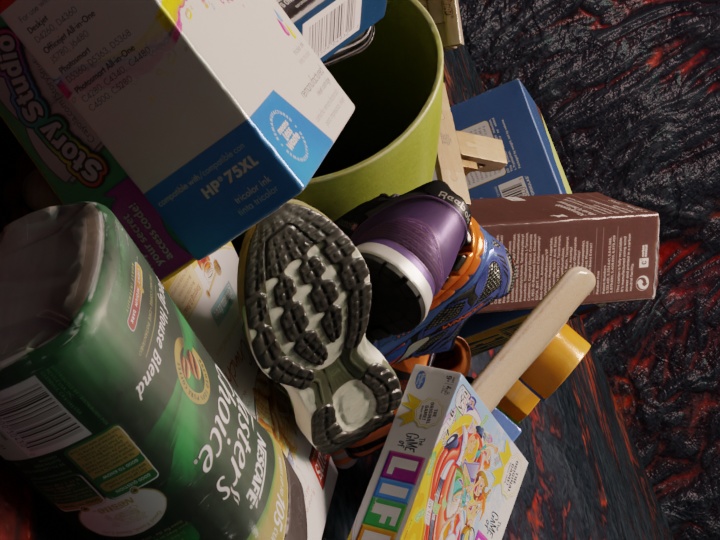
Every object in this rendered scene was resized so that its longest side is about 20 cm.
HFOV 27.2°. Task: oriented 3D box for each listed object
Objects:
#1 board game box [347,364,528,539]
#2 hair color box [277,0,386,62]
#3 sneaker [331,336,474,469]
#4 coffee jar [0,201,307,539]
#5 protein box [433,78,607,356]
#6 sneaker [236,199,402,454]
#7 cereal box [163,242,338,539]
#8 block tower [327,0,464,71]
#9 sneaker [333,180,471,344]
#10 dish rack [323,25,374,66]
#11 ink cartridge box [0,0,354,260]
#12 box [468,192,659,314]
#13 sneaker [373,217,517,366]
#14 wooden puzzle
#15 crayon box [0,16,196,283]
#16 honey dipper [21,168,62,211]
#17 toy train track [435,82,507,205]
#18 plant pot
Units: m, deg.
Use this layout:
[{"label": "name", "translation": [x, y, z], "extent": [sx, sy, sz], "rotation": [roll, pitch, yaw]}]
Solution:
[{"label": "board game box", "translation": [0.036, 0.177, 0.903], "extent": [0.135, 0.034, 0.201], "rotation": [52, 54, -52]}, {"label": "hair color box", "translation": [-0.087, -0.200, 0.879], "extent": [0.200, 0.100, 0.061], "rotation": [40, -27, 20]}, {"label": "sneaker", "translation": [0.031, 0.070, 1.112], "extent": [0.200, 0.111, 0.078], "rotation": [-88, 153, -61]}, {"label": "coffee jar", "translation": [-0.095, 0.074, 0.646], "extent": [0.105, 0.085, 0.200], "rotation": [-96, 160, -51]}, {"label": "protein box", "translation": [0.093, -0.032, 1.336], "extent": [0.135, 0.199, 0.200], "rotation": [22, 48, -73]}, {"label": "sneaker", "translation": [-0.040, 0.024, 0.829], "extent": [0.089, 0.077, 0.201], "rotation": [45, -19, 35]}, {"label": "cereal box", "translation": [-0.074, 0.067, 0.846], "extent": [0.144, 0.039, 0.201], "rotation": [-72, 139, -70]}, {"label": "block tower", "translation": [-0.024, -0.170, 1.083], "extent": [0.058, 0.199, 0.054], "rotation": [-31, 112, -77]}, {"label": "sneaker", "translation": [0.000, 0.000, 0.911], "extent": [0.076, 0.200, 0.088], "rotation": [48, 60, -17]}, {"label": "dish rack", "translation": [-0.095, -0.206, 0.955], "extent": [0.055, 0.153, 0.201], "rotation": [83, -17, -64]}, {"label": "ink cartridge box", "translation": [-0.096, -0.119, 0.683], "extent": [0.200, 0.067, 0.116], "rotation": [52, 24, -14]}, {"label": "box", "translation": [0.120, -0.015, 1.153], "extent": [0.100, 0.199, 0.075], "rotation": [-149, -124, -64]}, {"label": "sneaker", "translation": [0.023, 0.037, 0.967], "extent": [0.078, 0.200, 0.076], "rotation": [21, 48, -38]}, {"label": "wooden puzzle", "translation": [0.100, 0.103, 1.079], "extent": [0.046, 0.185, 0.200], "rotation": [39, -19, 10]}, {"label": "crayon box", "translation": [-0.126, -0.105, 0.768], "extent": [0.201, 0.058, 0.173], "rotation": [55, 20, -8]}, {"label": "honey dipper", "translation": [-0.140, -0.065, 0.812], "extent": [0.038, 0.038, 0.200], "rotation": [66, 16, -9]}, {"label": "toy train track", "translation": [0.023, -0.100, 1.149], "extent": [0.199, 0.033, 0.115], "rotation": [9, 56, -30]}, {"label": "plant pot", "translation": [-0.025, -0.069, 1.022], "extent": [0.200, 0.186, 0.188], "rotation": [76, 2, -53]}]
